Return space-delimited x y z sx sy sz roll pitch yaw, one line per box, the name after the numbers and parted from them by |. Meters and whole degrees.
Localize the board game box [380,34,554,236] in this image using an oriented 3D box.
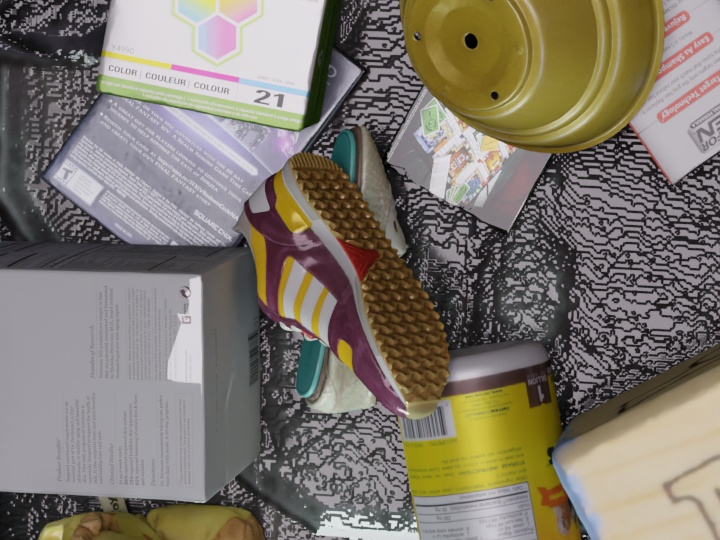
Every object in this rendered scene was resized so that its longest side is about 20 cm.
0.106 -0.136 1.732 0.105 0.023 0.200 31 97 7 | board game box

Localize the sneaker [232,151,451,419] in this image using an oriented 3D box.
-0.014 0.024 1.672 0.090 0.075 0.200 -43 63 34 | sneaker

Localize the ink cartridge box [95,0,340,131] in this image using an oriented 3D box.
-0.087 -0.207 1.707 0.147 0.076 0.201 11 98 5 | ink cartridge box

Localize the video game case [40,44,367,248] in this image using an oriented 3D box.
-0.110 -0.102 1.769 0.143 0.019 0.200 37 97 5 | video game case

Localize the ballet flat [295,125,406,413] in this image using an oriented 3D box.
0.000 0.000 1.745 0.062 0.067 0.201 7 98 -20 | ballet flat

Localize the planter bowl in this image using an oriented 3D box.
0.089 -0.158 1.634 0.200 0.083 0.201 16 120 30 | planter bowl

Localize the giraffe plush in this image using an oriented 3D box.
-0.155 0.222 1.718 0.172 0.162 0.200 -36 88 9 | giraffe plush

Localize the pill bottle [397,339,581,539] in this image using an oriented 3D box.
0.089 0.153 1.705 0.109 0.109 0.201 -10 92 9 | pill bottle

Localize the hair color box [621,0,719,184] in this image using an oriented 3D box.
0.191 -0.166 1.677 0.101 0.061 0.200 -34 88 9 | hair color box

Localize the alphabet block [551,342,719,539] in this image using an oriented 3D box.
0.259 0.147 1.639 0.200 0.195 0.197 -28 90 10 | alphabet block

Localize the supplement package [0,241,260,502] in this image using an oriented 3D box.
-0.181 0.063 1.711 0.199 0.151 0.152 2 98 12 | supplement package
